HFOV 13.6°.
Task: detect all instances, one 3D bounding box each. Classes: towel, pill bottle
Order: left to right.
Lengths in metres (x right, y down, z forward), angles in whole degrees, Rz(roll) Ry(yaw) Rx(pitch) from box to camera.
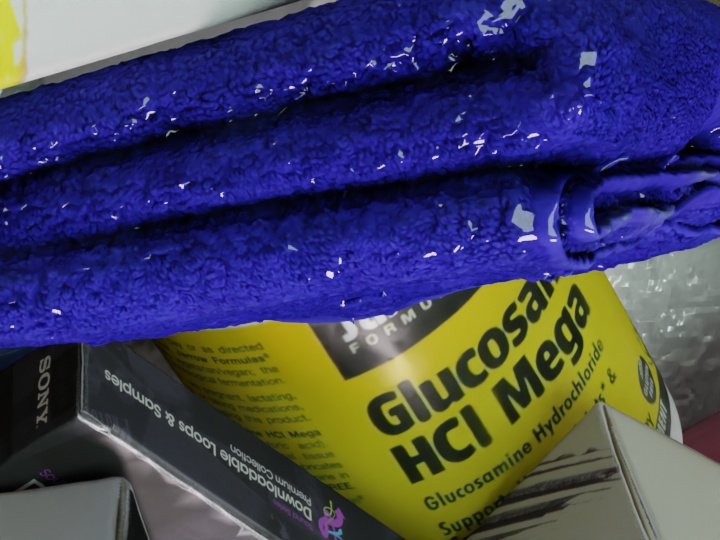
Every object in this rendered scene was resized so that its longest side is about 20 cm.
[{"bbox_3d":[0.000,0.000,0.791,0.112,0.112,0.200,-42,128,-12],"label":"pill bottle"},{"bbox_3d":[0.002,-0.012,0.551,0.200,0.147,0.050,-3,78,-72],"label":"towel"}]

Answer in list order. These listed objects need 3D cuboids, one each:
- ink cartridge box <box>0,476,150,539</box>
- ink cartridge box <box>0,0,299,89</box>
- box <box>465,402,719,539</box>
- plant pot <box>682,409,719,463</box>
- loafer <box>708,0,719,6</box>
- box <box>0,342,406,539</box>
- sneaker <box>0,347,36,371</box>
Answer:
[{"bbox_3d":[-0.138,0.102,0.701,0.199,0.037,0.095,-7,134,9],"label":"ink cartridge box"},{"bbox_3d":[-0.100,-0.093,0.445,0.199,0.084,0.146,-19,107,-29],"label":"ink cartridge box"},{"bbox_3d":[0.034,0.134,0.784,0.082,0.069,0.200,29,116,-30],"label":"box"},{"bbox_3d":[0.184,0.093,0.920,0.178,0.200,0.201,-15,119,-14],"label":"plant pot"},{"bbox_3d":[0.103,-0.041,0.854,0.199,0.068,0.076,24,140,-37],"label":"loafer"},{"bbox_3d":[-0.090,0.101,0.752,0.199,0.036,0.143,-30,132,28],"label":"box"},{"bbox_3d":[-0.154,0.032,0.730,0.199,0.071,0.078,-13,159,-10],"label":"sneaker"}]
